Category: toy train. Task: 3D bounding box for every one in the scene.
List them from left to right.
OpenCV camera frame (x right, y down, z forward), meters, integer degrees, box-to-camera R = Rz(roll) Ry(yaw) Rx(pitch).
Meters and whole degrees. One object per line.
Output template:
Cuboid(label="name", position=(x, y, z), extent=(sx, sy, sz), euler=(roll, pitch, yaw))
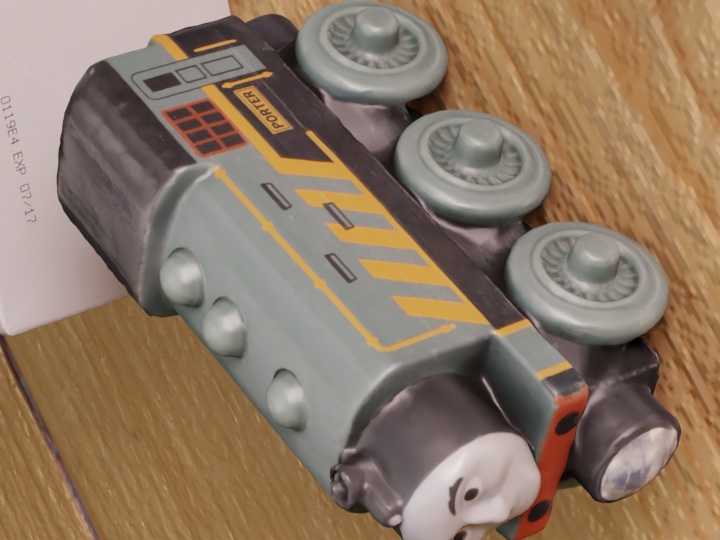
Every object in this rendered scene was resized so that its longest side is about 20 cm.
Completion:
Cuboid(label="toy train", position=(0.000, 0.000, 0.695), extent=(0.200, 0.113, 0.086), euler=(49, 143, 32))

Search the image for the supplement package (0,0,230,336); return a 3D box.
Cuboid(label="supplement package", position=(-0.137, -0.056, 0.881), extent=(0.199, 0.109, 0.115), euler=(11, 115, 54))
